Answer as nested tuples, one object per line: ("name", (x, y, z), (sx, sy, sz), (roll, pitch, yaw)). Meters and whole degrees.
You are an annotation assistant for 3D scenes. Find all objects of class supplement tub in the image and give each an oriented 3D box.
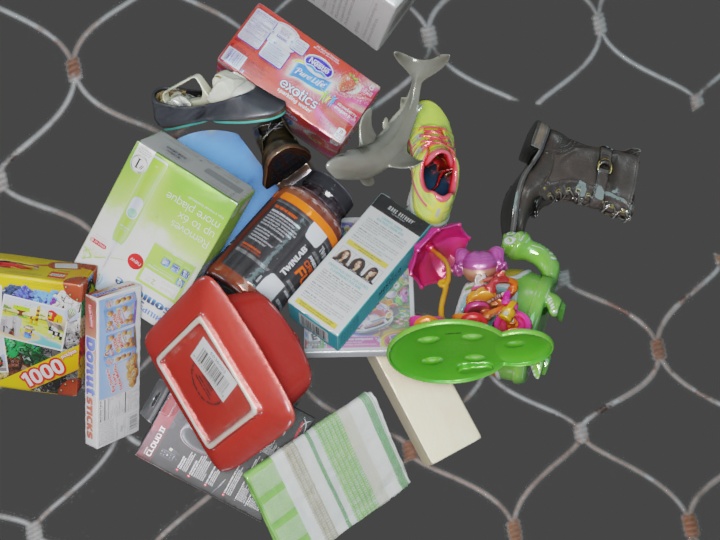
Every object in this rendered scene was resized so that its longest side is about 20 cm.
("supplement tub", (-0.097, -0.035, 1.389), (0.107, 0.107, 0.200), (40, 74, -1))

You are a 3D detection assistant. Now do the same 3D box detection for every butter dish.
("butter dish", (-0.133, 0.109, 1.299), (0.148, 0.199, 0.200), (-25, 79, -43))

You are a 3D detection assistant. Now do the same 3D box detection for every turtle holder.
("turtle holder", (0.196, 0.051, 1.426), (0.132, 0.141, 0.186), (16, 112, 16))

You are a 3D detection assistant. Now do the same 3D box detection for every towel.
("towel", (-0.041, 0.262, 1.375), (0.200, 0.031, 0.149), (-30, 108, -25))

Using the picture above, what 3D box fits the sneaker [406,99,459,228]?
("sneaker", (0.102, -0.152, 1.460), (0.078, 0.090, 0.200), (1, 64, -12))

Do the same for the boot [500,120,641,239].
("boot", (0.298, -0.106, 1.506), (0.174, 0.069, 0.200), (21, 77, -4))

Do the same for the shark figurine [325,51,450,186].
("shark figurine", (0.054, -0.178, 1.430), (0.089, 0.128, 0.215), (28, 76, 33))

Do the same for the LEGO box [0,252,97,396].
("LEGO box", (-0.432, 0.061, 1.330), (0.200, 0.077, 0.149), (7, 108, -1))

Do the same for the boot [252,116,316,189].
("boot", (-0.114, -0.160, 1.390), (0.075, 0.200, 0.097), (-34, 84, 0))

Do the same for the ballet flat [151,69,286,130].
("ballet flat", (-0.190, -0.222, 1.403), (0.200, 0.073, 0.073), (0, 79, 30))

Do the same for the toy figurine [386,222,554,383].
("toy figurine", (0.132, 0.024, 1.345), (0.200, 0.150, 0.184), (-5, 56, 8))

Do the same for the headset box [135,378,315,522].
("headset box", (-0.181, 0.206, 1.384), (0.200, 0.075, 0.149), (28, 78, -4))

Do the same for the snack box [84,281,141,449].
("snack box", (-0.305, 0.117, 1.341), (0.024, 0.072, 0.200), (17, 112, 33))

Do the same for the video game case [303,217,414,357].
("video game case", (-0.002, 0.019, 1.424), (0.143, 0.018, 0.200), (-1, 61, 1))

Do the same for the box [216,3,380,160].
("box", (-0.085, -0.251, 1.457), (0.200, 0.095, 0.100), (34, 79, -3))

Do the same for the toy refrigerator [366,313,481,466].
("toy refrigerator", (0.074, 0.151, 1.433), (0.076, 0.070, 0.200), (-27, 82, -12))

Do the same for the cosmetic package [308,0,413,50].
("cosmetic package", (0.001, -0.441, 1.463), (0.200, 0.167, 0.166), (36, 79, -2))

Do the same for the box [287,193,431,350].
("box", (0.000, 0.000, 1.395), (0.082, 0.049, 0.200), (34, 67, 16))

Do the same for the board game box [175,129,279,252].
("board game box", (-0.192, -0.086, 1.447), (0.158, 0.039, 0.200), (-38, 96, -13))

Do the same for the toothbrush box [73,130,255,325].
("toothbrush box", (-0.248, -0.050, 1.362), (0.146, 0.086, 0.200), (33, 110, 0))
